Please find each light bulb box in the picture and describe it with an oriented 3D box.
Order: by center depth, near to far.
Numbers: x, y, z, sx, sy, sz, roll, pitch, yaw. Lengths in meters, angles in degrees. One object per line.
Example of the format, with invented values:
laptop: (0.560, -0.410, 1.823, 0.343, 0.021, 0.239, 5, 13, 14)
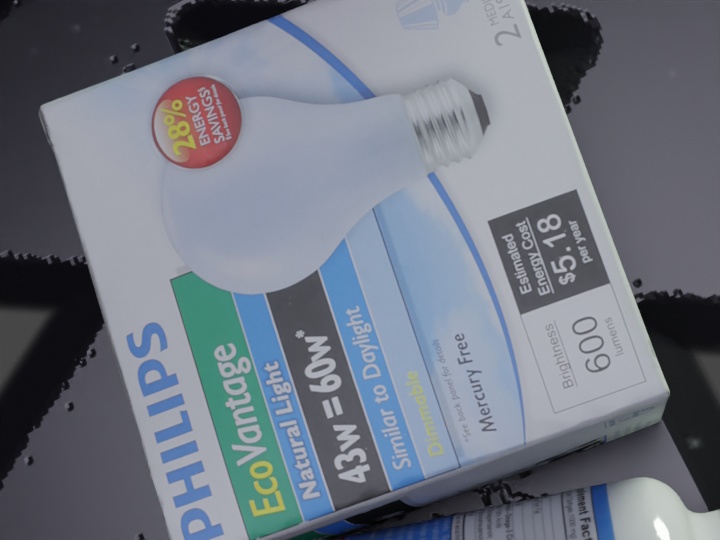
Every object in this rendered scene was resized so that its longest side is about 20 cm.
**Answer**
light bulb box: (0.000, 0.000, 0.712, 0.199, 0.125, 0.200, -21, 78, 5)

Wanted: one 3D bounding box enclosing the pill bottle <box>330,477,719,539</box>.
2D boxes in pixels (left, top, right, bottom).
pill bottle: (0.081, 0.145, 0.680, 0.198, 0.112, 0.113, -12, 78, 7)
